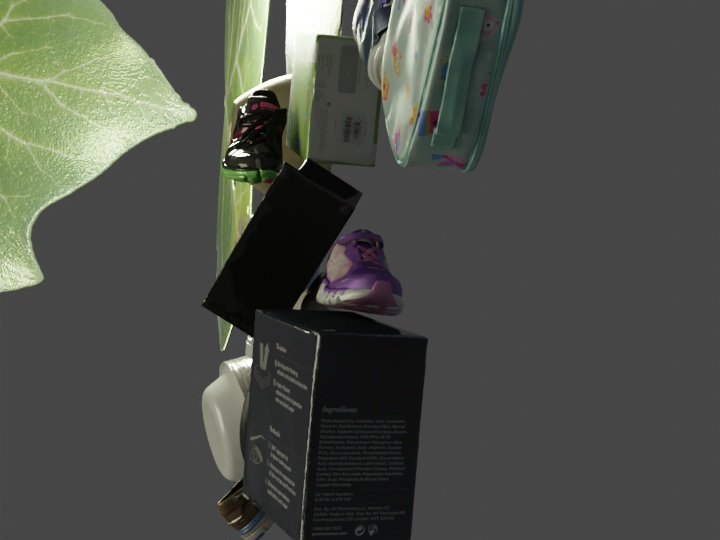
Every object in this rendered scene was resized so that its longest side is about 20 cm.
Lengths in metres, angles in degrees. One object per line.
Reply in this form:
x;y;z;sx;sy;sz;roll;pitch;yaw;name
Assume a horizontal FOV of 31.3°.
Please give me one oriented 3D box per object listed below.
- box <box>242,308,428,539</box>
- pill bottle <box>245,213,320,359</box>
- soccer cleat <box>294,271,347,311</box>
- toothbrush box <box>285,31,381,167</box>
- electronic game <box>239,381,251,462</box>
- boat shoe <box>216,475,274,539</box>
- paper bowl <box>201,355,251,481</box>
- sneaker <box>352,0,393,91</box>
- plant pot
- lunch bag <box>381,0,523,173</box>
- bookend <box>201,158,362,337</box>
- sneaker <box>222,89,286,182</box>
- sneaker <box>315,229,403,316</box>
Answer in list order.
-0.030;0.147;1.261;0.197;0.117;0.201;-165;79;-68;box
-0.113;0.024;1.802;0.109;0.108;0.201;-142;57;-76;pill bottle
-0.042;0.040;1.587;0.078;0.069;0.200;-58;3;-6;soccer cleat
-0.033;-0.209;1.545;0.200;0.086;0.146;-137;51;-74;toothbrush box
-0.068;0.142;1.444;0.200;0.041;0.201;-38;-42;-44;electronic game
-0.100;0.230;1.562;0.072;0.072;0.200;-28;23;54;boat shoe
-0.166;0.228;1.877;0.201;0.104;0.202;167;90;-72;paper bowl
0.050;-0.259;1.198;0.147;0.080;0.201;-113;32;-50;sneaker
-0.119;-0.191;1.843;0.200;0.134;0.201;-175;90;-78;plant pot
0.073;-0.182;1.036;0.161;0.077;0.201;-107;23;-57;lunch bag
-0.074;-0.048;1.478;0.200;0.092;0.199;-57;3;25;bookend
-0.126;-0.162;1.539;0.200;0.076;0.084;-102;17;-62;sneaker
0.000;0.000;1.347;0.200;0.080;0.089;-173;94;-80;sneaker
